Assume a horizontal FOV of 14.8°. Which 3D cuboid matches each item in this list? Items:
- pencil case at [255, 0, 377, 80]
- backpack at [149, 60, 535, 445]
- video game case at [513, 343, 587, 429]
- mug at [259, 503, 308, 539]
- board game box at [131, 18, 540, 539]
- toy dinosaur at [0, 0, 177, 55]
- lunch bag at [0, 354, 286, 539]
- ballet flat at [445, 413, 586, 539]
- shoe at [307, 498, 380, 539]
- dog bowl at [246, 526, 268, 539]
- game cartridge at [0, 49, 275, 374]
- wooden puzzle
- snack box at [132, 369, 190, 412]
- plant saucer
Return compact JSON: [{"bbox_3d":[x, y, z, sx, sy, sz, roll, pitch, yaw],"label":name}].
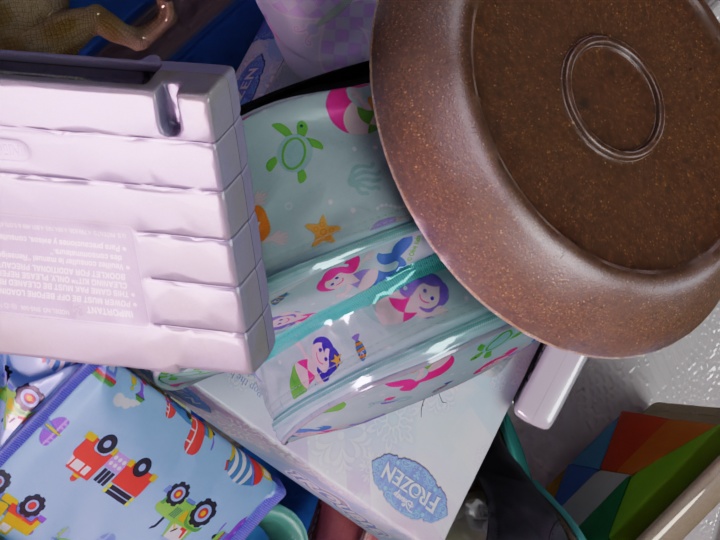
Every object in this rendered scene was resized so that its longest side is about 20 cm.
[{"bbox_3d":[-0.027,-0.181,1.198,0.091,0.083,0.200,-27,113,0],"label":"pencil case"},{"bbox_3d":[-0.005,-0.014,1.161,0.200,0.177,0.151,-11,77,-36],"label":"backpack"},{"bbox_3d":[0.131,-0.021,1.398,0.023,0.182,0.200,27,94,0],"label":"video game case"},{"bbox_3d":[-0.070,0.218,1.298,0.114,0.185,0.152,-2,146,-33],"label":"mug"},{"bbox_3d":[0.000,0.000,1.306,0.200,0.043,0.199,37,69,-29],"label":"board game box"},{"bbox_3d":[-0.136,-0.109,1.208,0.101,0.058,0.200,-28,120,-7],"label":"toy dinosaur"},{"bbox_3d":[-0.154,0.125,1.183,0.200,0.094,0.151,-54,139,-4],"label":"lunch bag"},{"bbox_3d":[0.065,0.122,1.404,0.073,0.200,0.073,-3,109,-9],"label":"ballet flat"},{"bbox_3d":[-0.003,0.086,1.376,0.091,0.071,0.200,36,72,-33],"label":"shoe"},{"bbox_3d":[-0.108,0.189,1.374,0.111,0.050,0.200,9,105,-42],"label":"dog bowl"},{"bbox_3d":[-0.134,-0.025,1.065,0.038,0.200,0.130,-60,149,-48],"label":"game cartridge"},{"bbox_3d":[0.125,0.132,1.463,0.185,0.200,0.037,-44,97,-14],"label":"wooden puzzle"},{"bbox_3d":[-0.156,0.075,1.247,0.200,0.037,0.116,-25,121,-45],"label":"snack box"},{"bbox_3d":[0.093,-0.064,1.117,0.200,0.034,0.201,14,66,-34],"label":"plant saucer"}]
